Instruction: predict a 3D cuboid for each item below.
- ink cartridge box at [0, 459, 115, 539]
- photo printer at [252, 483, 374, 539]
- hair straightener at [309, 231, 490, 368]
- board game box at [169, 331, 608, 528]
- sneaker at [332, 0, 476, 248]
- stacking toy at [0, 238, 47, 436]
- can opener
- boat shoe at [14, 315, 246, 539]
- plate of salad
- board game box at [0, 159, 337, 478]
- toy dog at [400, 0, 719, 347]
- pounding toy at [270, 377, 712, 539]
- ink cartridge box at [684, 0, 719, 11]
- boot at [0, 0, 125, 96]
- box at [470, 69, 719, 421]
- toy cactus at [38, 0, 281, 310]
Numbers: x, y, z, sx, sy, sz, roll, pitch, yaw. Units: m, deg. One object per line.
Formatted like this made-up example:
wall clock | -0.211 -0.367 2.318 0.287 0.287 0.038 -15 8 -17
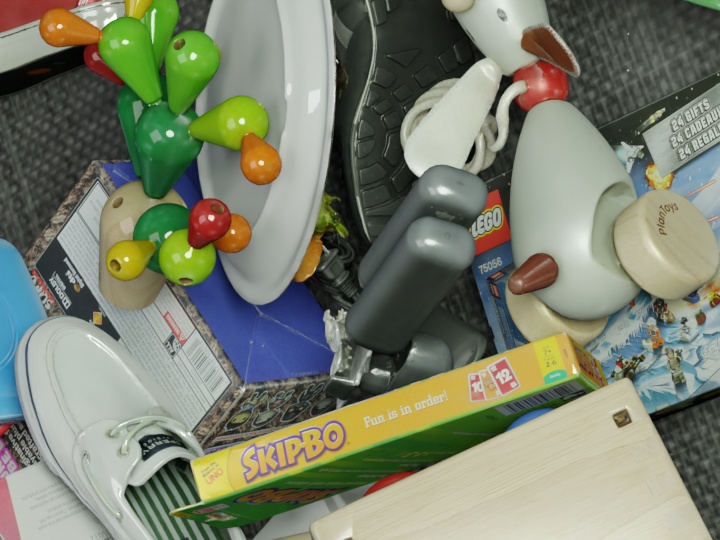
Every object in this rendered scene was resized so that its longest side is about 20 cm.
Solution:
ink cartridge box | -0.139 0.201 1.421 0.200 0.146 0.083 50 125 14
photo printer | -0.022 0.221 1.485 0.200 0.069 0.167 -49 63 32
hair straightener | 0.000 0.000 1.445 0.041 0.077 0.200 -42 48 -4
board game box | 0.013 0.077 1.317 0.199 0.096 0.030 -22 76 10
sneaker | 0.009 -0.108 1.448 0.087 0.076 0.201 3 95 61
stacking toy | -0.252 0.074 1.539 0.200 0.116 0.110 -44 62 47
can opener | 0.024 0.013 1.312 0.200 0.066 0.053 115 168 -63
boat shoe | -0.101 0.099 1.409 0.200 0.073 0.067 56 149 12
plate of salad | -0.039 -0.083 1.410 0.200 0.048 0.201 -178 90 -70
board game box | -0.120 0.063 1.541 0.200 0.097 0.160 -50 62 32
toy dog | 0.074 -0.051 1.310 0.200 0.096 0.132 49 122 28
pounding toy | 0.050 0.137 1.324 0.184 0.200 0.142 -24 74 -5
ink cartridge box | 0.125 -0.209 1.315 0.200 0.083 0.147 21 106 39
boot | -0.208 -0.178 1.623 0.200 0.072 0.145 -15 83 33
box | 0.143 -0.005 1.343 0.200 0.040 0.137 -24 78 40
toy cactus | -0.105 -0.046 1.391 0.165 0.102 0.200 109 148 -41
